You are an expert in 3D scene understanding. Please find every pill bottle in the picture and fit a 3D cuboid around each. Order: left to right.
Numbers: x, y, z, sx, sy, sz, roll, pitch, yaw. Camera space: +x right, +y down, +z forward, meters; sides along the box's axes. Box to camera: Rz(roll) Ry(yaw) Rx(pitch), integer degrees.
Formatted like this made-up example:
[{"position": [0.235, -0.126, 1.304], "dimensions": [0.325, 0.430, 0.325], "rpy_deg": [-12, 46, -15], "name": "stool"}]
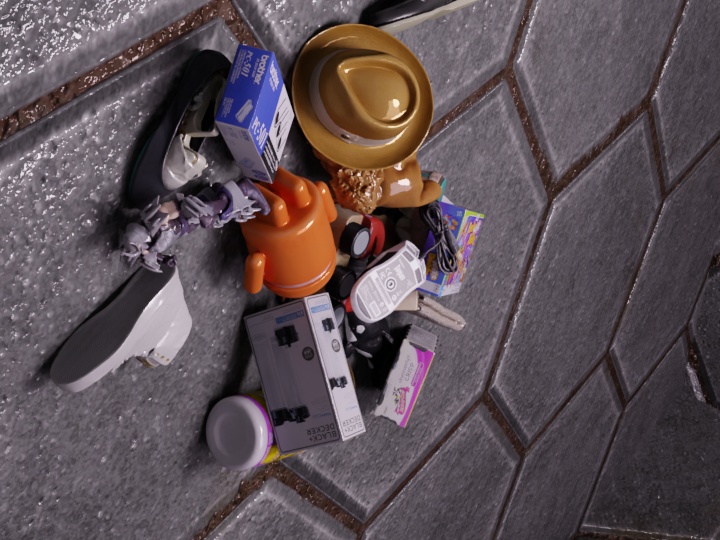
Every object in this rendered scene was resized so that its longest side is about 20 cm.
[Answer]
[{"position": [-0.127, 0.224, 1.637], "dimensions": [0.199, 0.104, 0.105], "rpy_deg": [-4, 116, -58], "name": "pill bottle"}]

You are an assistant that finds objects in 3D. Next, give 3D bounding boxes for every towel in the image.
[{"position": [0.083, 0.054, 1.825], "dimensions": [0.200, 0.131, 0.035], "rpy_deg": [28, 85, -61], "name": "towel"}]

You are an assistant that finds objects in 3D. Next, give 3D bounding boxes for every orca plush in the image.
[{"position": [0.027, 0.127, 1.851], "dimensions": [0.105, 0.071, 0.201], "rpy_deg": [-43, 145, -33], "name": "orca plush"}]

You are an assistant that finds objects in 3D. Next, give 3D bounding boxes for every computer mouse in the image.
[{"position": [0.055, -0.004, 1.586], "dimensions": [0.199, 0.044, 0.110], "rpy_deg": [-36, 112, -23], "name": "computer mouse"}]

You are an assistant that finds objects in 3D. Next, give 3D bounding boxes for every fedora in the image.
[{"position": [0.012, -0.226, 1.430], "dimensions": [0.202, 0.200, 0.082], "rpy_deg": [-58, -166, -12], "name": "fedora"}]

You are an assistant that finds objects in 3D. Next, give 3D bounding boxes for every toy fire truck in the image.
[{"position": [0.000, 0.000, 1.646], "dimensions": [0.199, 0.128, 0.178], "rpy_deg": [-4, 116, -59], "name": "toy fire truck"}]

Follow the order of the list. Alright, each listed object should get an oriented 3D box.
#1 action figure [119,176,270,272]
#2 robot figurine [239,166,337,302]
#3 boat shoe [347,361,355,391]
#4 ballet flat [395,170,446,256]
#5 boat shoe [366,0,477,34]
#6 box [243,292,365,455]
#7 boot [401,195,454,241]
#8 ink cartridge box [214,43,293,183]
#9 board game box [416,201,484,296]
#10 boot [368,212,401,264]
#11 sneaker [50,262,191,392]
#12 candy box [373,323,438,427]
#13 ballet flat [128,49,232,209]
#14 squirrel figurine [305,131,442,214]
[{"position": [-0.201, -0.055, 1.297], "dimensions": [0.130, 0.070, 0.199], "rpy_deg": [-29, -179, 43], "name": "action figure"}, {"position": [-0.095, -0.043, 1.470], "dimensions": [0.201, 0.115, 0.145], "rpy_deg": [76, 15, -49], "name": "robot figurine"}, {"position": [-0.050, 0.157, 1.654], "dimensions": [0.071, 0.202, 0.066], "rpy_deg": [-10, 142, -7], "name": "boat shoe"}, {"position": [0.089, -0.080, 1.724], "dimensions": [0.201, 0.066, 0.068], "rpy_deg": [96, 15, -45], "name": "ballet flat"}, {"position": [0.079, -0.374, 1.560], "dimensions": [0.200, 0.073, 0.064], "rpy_deg": [-30, 101, -33], "name": "boat shoe"}, {"position": [-0.077, 0.143, 1.545], "dimensions": [0.060, 0.116, 0.202], "rpy_deg": [-11, 86, -58], "name": "box"}, {"position": [0.095, -0.084, 1.800], "dimensions": [0.200, 0.073, 0.096], "rpy_deg": [27, 92, -57], "name": "boot"}, {"position": [-0.120, -0.178, 1.307], "dimensions": [0.200, 0.044, 0.095], "rpy_deg": [73, 32, -78], "name": "ink cartridge box"}, {"position": [0.138, -0.033, 1.739], "dimensions": [0.200, 0.044, 0.136], "rpy_deg": [-5, 114, -76], "name": "board game box"}, {"position": [0.050, -0.026, 1.779], "dimensions": [0.076, 0.073, 0.200], "rpy_deg": [-67, 151, -15], "name": "boot"}, {"position": [-0.272, 0.094, 1.326], "dimensions": [0.200, 0.073, 0.116], "rpy_deg": [-48, 144, -30], "name": "sneaker"}, {"position": [0.081, 0.176, 1.913], "dimensions": [0.200, 0.060, 0.138], "rpy_deg": [-38, 150, -82], "name": "candy box"}, {"position": [-0.195, -0.153, 1.264], "dimensions": [0.202, 0.073, 0.073], "rpy_deg": [-64, 151, -1], "name": "ballet flat"}, {"position": [0.020, -0.184, 1.534], "dimensions": [0.199, 0.140, 0.189], "rpy_deg": [-26, 128, -52], "name": "squirrel figurine"}]
